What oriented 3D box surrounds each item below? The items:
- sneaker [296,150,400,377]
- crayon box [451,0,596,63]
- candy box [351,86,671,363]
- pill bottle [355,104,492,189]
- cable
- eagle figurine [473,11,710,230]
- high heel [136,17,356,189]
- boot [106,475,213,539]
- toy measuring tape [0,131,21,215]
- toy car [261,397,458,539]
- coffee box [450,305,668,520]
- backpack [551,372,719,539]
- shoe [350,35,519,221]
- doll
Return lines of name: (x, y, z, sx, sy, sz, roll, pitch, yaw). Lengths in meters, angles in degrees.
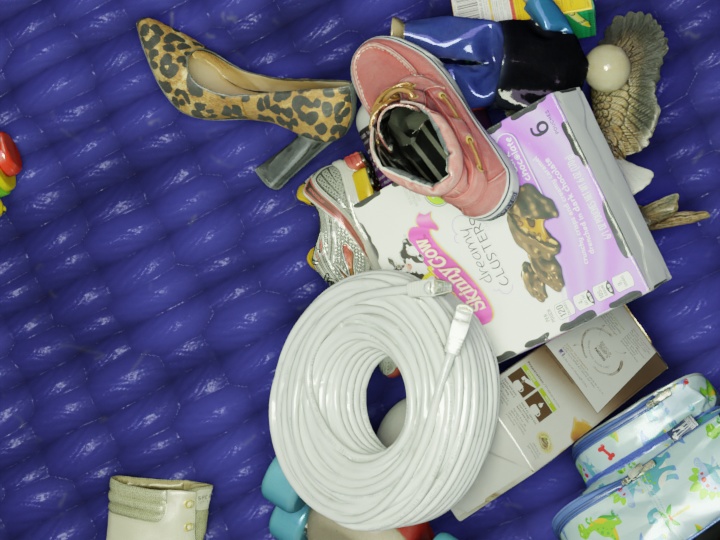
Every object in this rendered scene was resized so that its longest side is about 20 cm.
sneaker: (0.000, 0.000, 1.343, 0.082, 0.078, 0.201, -19, 80, 10)
crayon box: (0.128, -0.292, 1.301, 0.118, 0.058, 0.202, -11, 74, 9)
candy box: (0.117, -0.023, 1.193, 0.199, 0.071, 0.169, -28, 86, 28)
pill bottle: (0.067, -0.099, 1.309, 0.112, 0.112, 0.201, -22, 89, 5)
cable: (0.016, 0.100, 1.168, 0.199, 0.069, 0.202, 9, 91, 43)
eagle figurine: (0.193, -0.121, 1.285, 0.150, 0.151, 0.202, -21, 80, 46)
high heel: (-0.097, -0.178, 1.314, 0.200, 0.071, 0.142, 45, 133, -7)
boot: (-0.145, 0.272, 1.359, 0.198, 0.072, 0.156, 11, 89, 6)
toy measuring tape: (-0.358, -0.129, 1.387, 0.073, 0.074, 0.201, -22, 66, 6)
toy car: (0.046, 0.183, 1.317, 0.184, 0.177, 0.200, 31, 65, 18)
coffee box: (0.150, 0.112, 1.249, 0.080, 0.199, 0.114, 55, 139, 7)
backpack: (0.259, 0.191, 1.266, 0.199, 0.183, 0.147, -35, 64, 8)
shoe: (0.037, -0.120, 1.139, 0.072, 0.091, 0.200, -48, 56, 17)
doll: (0.123, -0.174, 1.231, 0.198, 0.048, 0.138, 5, 86, 2)
